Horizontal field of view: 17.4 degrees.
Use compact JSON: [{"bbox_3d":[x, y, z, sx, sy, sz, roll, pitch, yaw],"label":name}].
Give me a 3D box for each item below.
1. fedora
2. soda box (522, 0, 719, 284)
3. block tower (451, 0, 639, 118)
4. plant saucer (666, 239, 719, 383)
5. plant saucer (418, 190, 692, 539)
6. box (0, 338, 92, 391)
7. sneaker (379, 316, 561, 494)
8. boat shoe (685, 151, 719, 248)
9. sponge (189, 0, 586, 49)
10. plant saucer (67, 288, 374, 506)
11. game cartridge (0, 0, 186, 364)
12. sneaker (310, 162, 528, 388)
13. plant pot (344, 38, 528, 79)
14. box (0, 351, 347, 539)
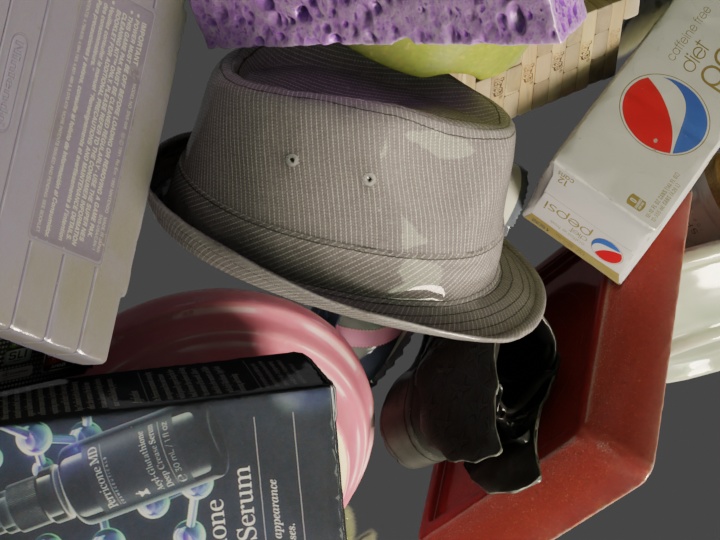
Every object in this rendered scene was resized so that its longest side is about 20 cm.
[{"bbox_3d":[0.002,-0.050,1.085,0.177,0.200,0.091,-55,162,-65],"label":"fedora"},{"bbox_3d":[0.171,-0.091,1.284,0.200,0.068,0.064,-52,173,-31],"label":"soda box"},{"bbox_3d":[0.053,-0.108,1.232,0.200,0.054,0.058,-24,140,-26],"label":"block tower"},{"bbox_3d":[0.208,0.030,1.435,0.200,0.050,0.200,-15,165,-4],"label":"plant saucer"},{"bbox_3d":[0.101,0.064,1.312,0.037,0.200,0.200,28,140,-18],"label":"plant saucer"},{"bbox_3d":[-0.202,-0.009,1.082,0.200,0.044,0.161,-11,132,-39],"label":"box"},{"bbox_3d":[0.072,0.042,1.278,0.060,0.104,0.200,41,48,-23],"label":"sneaker"},{"bbox_3d":[0.234,-0.028,1.487,0.069,0.071,0.200,-29,158,22],"label":"boat shoe"},{"bbox_3d":[-0.006,-0.148,0.995,0.030,0.200,0.112,-46,126,-39],"label":"sponge"},{"bbox_3d":[-0.084,0.104,1.250,0.200,0.051,0.201,-10,127,-13],"label":"plant saucer"},{"bbox_3d":[-0.138,-0.070,1.016,0.130,0.038,0.201,27,71,-54],"label":"game cartridge"},{"bbox_3d":[0.000,0.000,1.290,0.082,0.070,0.200,32,105,-26],"label":"sneaker"},{"bbox_3d":[0.052,-0.193,1.057,0.200,0.201,0.184,-10,142,-39],"label":"plant pot"},{"bbox_3d":[-0.109,0.129,1.136,0.199,0.107,0.149,-7,98,-8],"label":"box"}]
